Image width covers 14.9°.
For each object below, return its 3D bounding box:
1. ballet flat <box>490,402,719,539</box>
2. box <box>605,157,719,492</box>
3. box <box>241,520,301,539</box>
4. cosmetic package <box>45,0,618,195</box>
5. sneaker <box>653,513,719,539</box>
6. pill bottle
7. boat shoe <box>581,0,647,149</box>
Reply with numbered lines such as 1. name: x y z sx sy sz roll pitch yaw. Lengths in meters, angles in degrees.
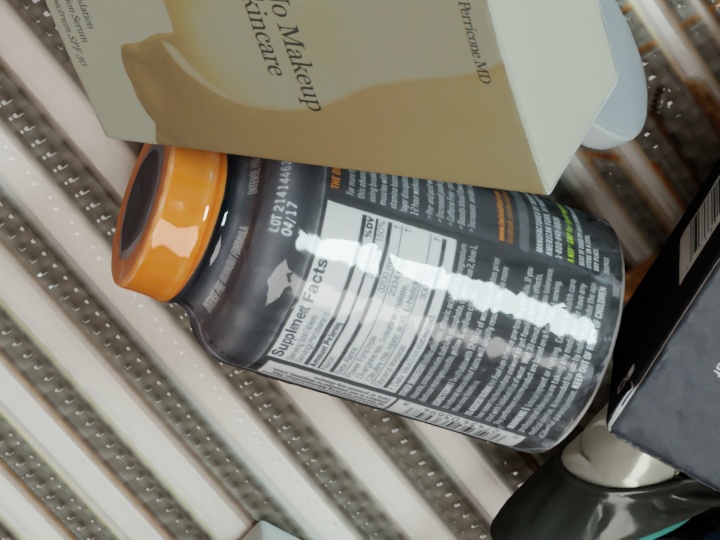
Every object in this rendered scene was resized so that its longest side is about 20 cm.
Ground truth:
1. ballet flat: 0.151 0.077 1.235 0.199 0.068 0.069 -13 116 -10
2. box: 0.233 0.013 1.124 0.200 0.117 0.197 29 112 -4
3. box: -0.037 0.234 1.235 0.097 0.200 0.124 31 117 -24
4. cosmetic package: -0.014 -0.097 1.024 0.199 0.071 0.105 8 138 31
5. sneaker: 0.183 0.168 1.297 0.111 0.077 0.200 9 164 30
6. pill bottle: 0.000 0.000 1.135 0.199 0.106 0.106 18 121 -17
7. boat shoe: 0.033 -0.113 1.093 0.070 0.071 0.200 -20 133 42
